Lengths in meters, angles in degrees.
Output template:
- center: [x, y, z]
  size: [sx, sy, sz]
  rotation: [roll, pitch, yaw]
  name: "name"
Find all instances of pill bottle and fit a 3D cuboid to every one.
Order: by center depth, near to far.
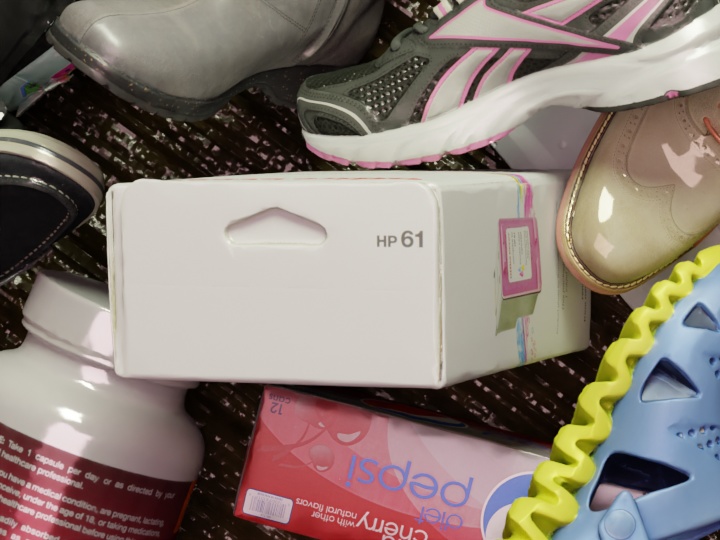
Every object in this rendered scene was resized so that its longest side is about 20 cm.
- center: [-0.137, 0.108, 1.329]
  size: [0.113, 0.113, 0.200]
  rotation: [21, 95, 7]
  name: "pill bottle"

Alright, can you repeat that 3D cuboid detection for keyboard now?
- center: [0.126, -0.016, 1.309]
  size: [0.056, 0.011, 0.200]
  rotation: [-47, 71, 20]
  name: "keyboard"

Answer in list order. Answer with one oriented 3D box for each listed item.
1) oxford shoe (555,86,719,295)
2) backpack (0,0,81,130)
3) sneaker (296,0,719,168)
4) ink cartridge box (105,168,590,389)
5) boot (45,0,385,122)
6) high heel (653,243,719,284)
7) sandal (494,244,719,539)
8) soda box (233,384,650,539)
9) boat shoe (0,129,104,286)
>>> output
- center: [0.159, -0.072, 1.261]
  size: [0.071, 0.074, 0.200]
  rotation: [43, 76, -9]
  name: "oxford shoe"
- center: [-0.148, -0.168, 1.313]
  size: [0.200, 0.127, 0.167]
  rotation: [-36, 101, 10]
  name: "backpack"
- center: [0.063, -0.105, 1.250]
  size: [0.200, 0.080, 0.086]
  rotation: [-14, 103, 21]
  name: "sneaker"
- center: [0.000, 0.000, 1.249]
  size: [0.144, 0.200, 0.085]
  rotation: [0, 92, 22]
  name: "ink cartridge box"
- center: [-0.042, -0.136, 1.260]
  size: [0.070, 0.200, 0.132]
  rotation: [40, 115, 21]
  name: "boot"
- center: [0.207, -0.058, 1.295]
  size: [0.096, 0.067, 0.200]
  rotation: [22, 98, -2]
  name: "high heel"
- center: [0.123, 0.083, 1.246]
  size: [0.087, 0.079, 0.200]
  rotation: [29, 82, 11]
  name: "sandal"
- center: [0.050, 0.102, 1.324]
  size: [0.200, 0.070, 0.063]
  rotation: [15, 93, 7]
  name: "soda box"
- center: [-0.188, -0.007, 1.315]
  size: [0.200, 0.075, 0.062]
  rotation: [-21, 46, 38]
  name: "boat shoe"
